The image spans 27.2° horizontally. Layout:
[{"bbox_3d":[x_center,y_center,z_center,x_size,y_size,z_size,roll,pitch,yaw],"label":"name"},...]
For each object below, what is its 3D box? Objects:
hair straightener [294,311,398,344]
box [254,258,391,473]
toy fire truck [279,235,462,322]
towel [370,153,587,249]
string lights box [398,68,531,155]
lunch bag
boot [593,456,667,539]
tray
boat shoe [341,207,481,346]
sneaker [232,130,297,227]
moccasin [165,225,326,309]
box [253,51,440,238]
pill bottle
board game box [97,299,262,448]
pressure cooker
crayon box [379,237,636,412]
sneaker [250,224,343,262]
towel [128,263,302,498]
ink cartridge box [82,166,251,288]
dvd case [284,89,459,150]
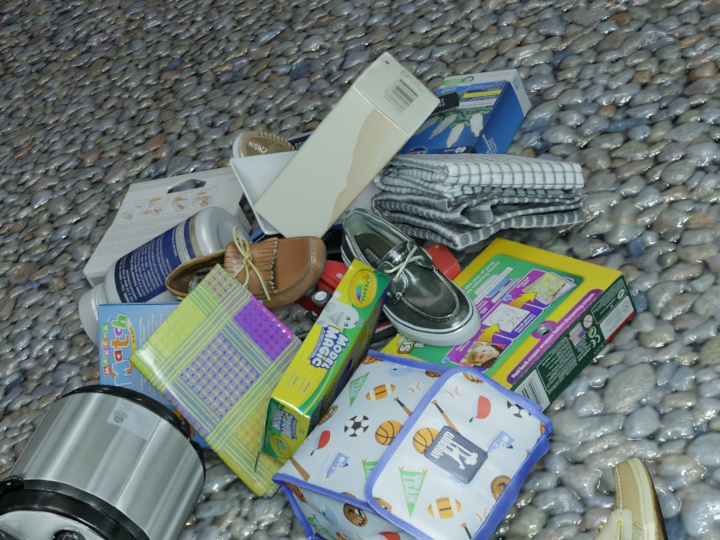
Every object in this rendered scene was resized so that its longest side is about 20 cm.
[{"bbox_3d":[-0.008,0.054,1.583,0.199,0.041,0.077,-26,33,1],"label":"hair straightener"},{"bbox_3d":[-0.039,0.098,1.408,0.048,0.117,0.200,28,59,8],"label":"box"},{"bbox_3d":[0.000,0.000,1.573,0.141,0.049,0.200,-37,45,-18],"label":"toy fire truck"},{"bbox_3d":[0.122,-0.076,1.557,0.165,0.086,0.200,-3,8,-25],"label":"towel"},{"bbox_3d":[0.118,-0.153,1.764,0.102,0.059,0.200,-3,40,33],"label":"string lights box"},{"bbox_3d":[0.051,0.171,1.306,0.200,0.124,0.170,12,53,42],"label":"lunch bag"},{"bbox_3d":[0.168,0.239,1.177,0.155,0.073,0.200,-13,40,15],"label":"boot"},{"bbox_3d":[-0.042,-0.088,1.654,0.199,0.022,0.108,-9,56,-31],"label":"tray"},{"bbox_3d":[0.038,0.005,1.465,0.072,0.071,0.200,-38,46,-18],"label":"boat shoe"},{"bbox_3d":[-0.103,-0.098,1.735,0.112,0.200,0.072,-2,65,43],"label":"sneaker"},{"bbox_3d":[-0.120,-0.001,1.542,0.201,0.078,0.074,-7,69,40],"label":"moccasin"},{"bbox_3d":[-0.016,-0.118,1.526,0.200,0.078,0.095,-47,3,40],"label":"box"},{"bbox_3d":[-0.221,0.018,1.703,0.200,0.111,0.111,-28,31,21],"label":"pill bottle"},{"bbox_3d":[-0.188,0.108,1.549,0.199,0.152,0.037,-2,0,32],"label":"board game box"},{"bbox_3d":[-0.255,0.228,1.390,0.175,0.179,0.200,-5,38,25],"label":"pressure cooker"},{"bbox_3d":[0.139,0.064,1.452,0.200,0.058,0.172,-43,35,-24],"label":"crayon box"},{"bbox_3d":[-0.055,-0.015,1.685,0.199,0.070,0.078,-2,35,32],"label":"sneaker"},{"bbox_3d":[-0.114,0.110,1.455,0.144,0.200,0.023,-49,11,-25],"label":"towel"},{"bbox_3d":[-0.231,-0.053,1.882,0.199,0.045,0.177,-8,38,25],"label":"ink cartridge box"},{"bbox_3d":[-0.003,-0.169,1.755,0.200,0.025,0.150,-10,9,43],"label":"dvd case"}]
